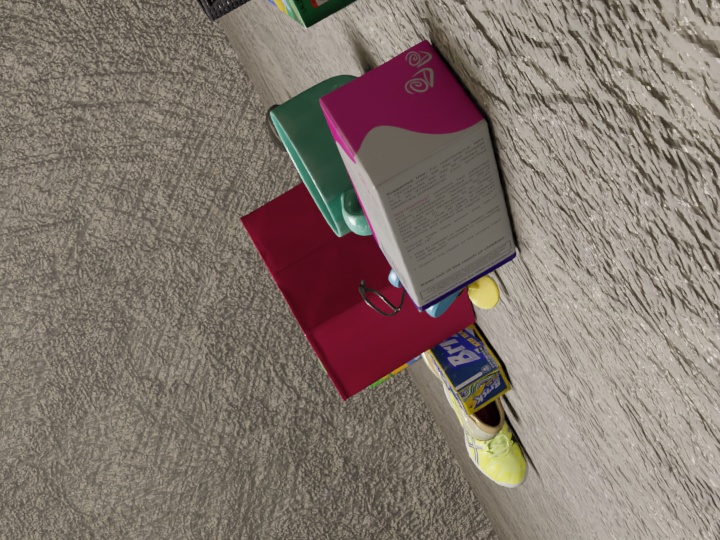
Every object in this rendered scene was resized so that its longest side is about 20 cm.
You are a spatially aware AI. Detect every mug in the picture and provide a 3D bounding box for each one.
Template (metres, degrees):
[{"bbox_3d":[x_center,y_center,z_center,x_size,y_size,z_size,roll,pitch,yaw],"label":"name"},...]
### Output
[{"bbox_3d":[-0.003,-0.117,1.327,0.186,0.114,0.152,59,176,13],"label":"mug"}]

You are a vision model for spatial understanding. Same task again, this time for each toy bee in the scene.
[{"bbox_3d":[0.085,-0.008,1.243,0.130,0.109,0.200,34,-165,-4],"label":"toy bee"}]

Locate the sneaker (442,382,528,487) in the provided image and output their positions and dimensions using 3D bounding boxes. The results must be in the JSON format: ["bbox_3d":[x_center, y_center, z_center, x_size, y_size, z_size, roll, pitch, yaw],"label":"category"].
[{"bbox_3d":[0.179,0.229,1.835,0.201,0.075,0.076,59,177,9],"label":"sneaker"}]

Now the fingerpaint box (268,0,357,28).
[{"bbox_3d":[-0.081,-0.325,1.086,0.201,0.073,0.167,62,176,-25],"label":"fingerpaint box"}]

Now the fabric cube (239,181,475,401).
[{"bbox_3d":[0.000,0.000,1.541,0.201,0.198,0.197,58,177,31],"label":"fabric cube"}]

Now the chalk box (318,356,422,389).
[{"bbox_3d":[0.021,0.081,1.875,0.125,0.199,0.125,61,176,-23],"label":"chalk box"}]

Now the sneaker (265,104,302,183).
[{"bbox_3d":[-0.110,-0.237,2.416,0.201,0.076,0.091,54,168,-6],"label":"sneaker"}]

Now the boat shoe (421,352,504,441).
[{"bbox_3d":[0.143,0.137,1.727,0.201,0.074,0.066,59,164,7],"label":"boat shoe"}]

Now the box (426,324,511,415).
[{"bbox_3d":[0.115,0.087,1.629,0.201,0.070,0.064,58,178,40],"label":"box"}]

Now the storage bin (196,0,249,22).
[{"bbox_3d":[-0.240,-0.490,1.927,0.200,0.093,0.136,55,174,49],"label":"storage bin"}]

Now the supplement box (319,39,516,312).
[{"bbox_3d":[0.050,-0.071,1.015,0.102,0.103,0.200,59,178,31],"label":"supplement box"}]
